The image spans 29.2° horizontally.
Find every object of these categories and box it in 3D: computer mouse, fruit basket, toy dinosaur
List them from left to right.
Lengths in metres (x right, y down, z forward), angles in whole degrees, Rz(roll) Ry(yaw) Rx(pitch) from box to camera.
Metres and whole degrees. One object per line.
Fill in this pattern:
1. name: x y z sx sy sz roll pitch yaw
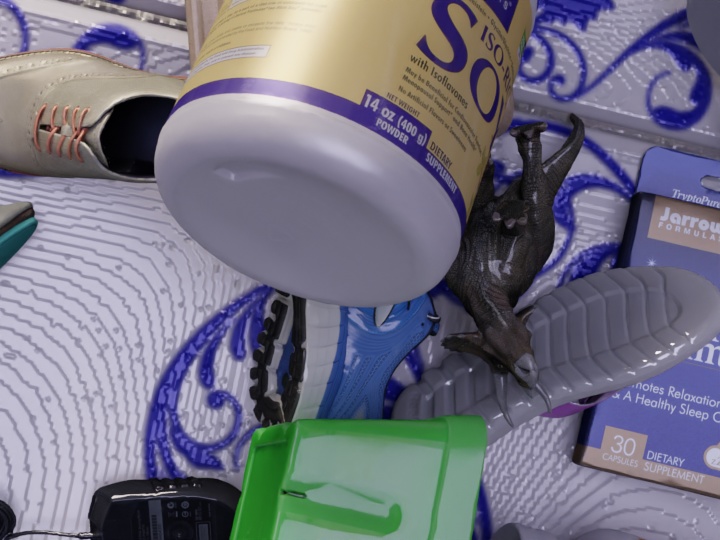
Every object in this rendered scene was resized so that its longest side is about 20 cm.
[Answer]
1. computer mouse: -0.158 0.142 0.764 0.199 0.034 0.059 0 108 -6
2. fruit basket: 0.035 0.175 0.688 0.215 0.155 0.217 3 80 -18
3. toy dinosaur: 0.080 -0.019 0.783 0.077 0.200 0.103 4 131 15

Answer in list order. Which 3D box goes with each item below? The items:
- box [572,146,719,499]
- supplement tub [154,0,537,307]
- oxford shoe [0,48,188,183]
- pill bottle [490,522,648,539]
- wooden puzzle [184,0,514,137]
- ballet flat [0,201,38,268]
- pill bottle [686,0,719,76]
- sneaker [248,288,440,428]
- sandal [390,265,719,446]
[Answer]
1. box: 0.208 0.031 0.823 0.121 0.032 0.201 13 85 2
2. supplement tub: 0.001 -0.100 0.654 0.145 0.145 0.201 25 64 -9
3. oxford shoe: -0.146 -0.081 0.730 0.199 0.074 0.071 2 100 8
4. pill bottle: 0.164 0.211 0.778 0.199 0.111 0.112 20 85 -10
5. wooden puzzle: -0.011 -0.169 0.794 0.184 0.046 0.201 -5 94 -11
6. ballet flat: -0.260 0.021 0.728 0.064 0.067 0.200 43 81 0
7. pill bottle: 0.295 -0.189 0.816 0.200 0.113 0.113 -36 95 -9
8. sneaker: 0.000 0.000 0.776 0.089 0.078 0.201 7 102 -33
9. sandal: 0.113 0.057 0.795 0.202 0.083 0.050 -23 135 8
